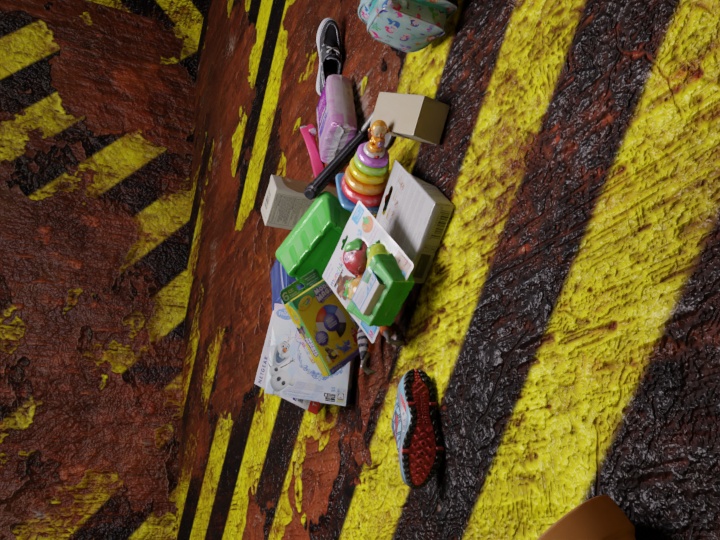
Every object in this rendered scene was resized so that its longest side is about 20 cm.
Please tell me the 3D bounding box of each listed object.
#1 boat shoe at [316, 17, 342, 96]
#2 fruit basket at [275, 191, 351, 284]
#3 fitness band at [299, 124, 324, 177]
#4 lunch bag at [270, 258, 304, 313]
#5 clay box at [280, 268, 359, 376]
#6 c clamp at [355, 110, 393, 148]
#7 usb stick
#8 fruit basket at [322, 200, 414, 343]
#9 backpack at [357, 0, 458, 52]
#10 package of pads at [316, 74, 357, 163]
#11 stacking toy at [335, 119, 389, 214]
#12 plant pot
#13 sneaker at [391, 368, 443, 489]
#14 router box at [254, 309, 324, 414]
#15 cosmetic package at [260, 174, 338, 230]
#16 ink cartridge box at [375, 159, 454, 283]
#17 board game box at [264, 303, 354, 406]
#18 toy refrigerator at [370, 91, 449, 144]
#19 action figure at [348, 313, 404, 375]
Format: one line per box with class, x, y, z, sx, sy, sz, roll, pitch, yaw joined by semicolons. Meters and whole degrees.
boat shoe;-0.079;-0.559;1.823;0.067;0.070;0.207;-163;78;-66
fruit basket;-0.083;-0.074;1.585;0.215;0.154;0.219;-42;30;31
fitness band;-0.117;-0.299;1.788;0.201;0.036;0.147;-112;5;-70
lunch bag;-0.141;0.019;1.727;0.133;0.132;0.205;-52;38;46
clay box;-0.078;0.105;1.472;0.047;0.114;0.204;-21;99;57
c clamp;0.027;-0.327;1.584;0.199;0.026;0.176;145;127;-59
usb stick;-0.054;-0.234;1.552;0.201;0.033;0.055;-50;13;-25
fruit basket;0.005;0.002;1.319;0.200;0.092;0.188;47;122;31
backpack;0.085;-0.516;1.341;0.199;0.173;0.155;-173;96;-68
package of pads;-0.060;-0.371;1.705;0.122;0.073;0.204;119;154;-45
stacking toy;0.023;-0.222;1.423;0.203;0.112;0.112;108;156;-47
plant pot;0.252;0.369;0.750;0.140;0.196;0.204;44;124;38
sneaker;0.096;0.286;1.235;0.096;0.077;0.206;124;153;-59
router box;-0.146;0.212;1.651;0.049;0.175;0.205;-37;-34;-66
cosmetic package;-0.132;-0.153;1.678;0.107;0.195;0.072;-66;29;28
ink cartridge box;0.097;-0.099;1.352;0.201;0.055;0.166;-117;41;-56
board game box;-0.109;0.187;1.564;0.043;0.194;0.206;12;-96;-76
toy refrigerator;0.096;-0.304;1.385;0.199;0.068;0.078;31;106;62
action figure;0.021;0.080;1.406;0.202;0.102;0.197;-60;43;45
